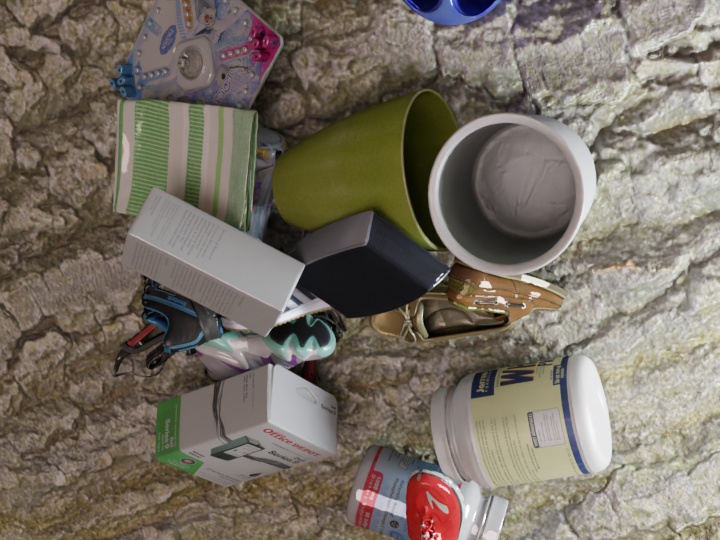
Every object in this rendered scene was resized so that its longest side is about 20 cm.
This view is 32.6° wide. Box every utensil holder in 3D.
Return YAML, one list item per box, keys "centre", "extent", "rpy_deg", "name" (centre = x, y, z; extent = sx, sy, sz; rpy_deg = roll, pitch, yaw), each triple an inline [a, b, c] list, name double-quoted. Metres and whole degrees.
- centre: [0.177, -0.094, 1.382]
  extent: [0.169, 0.200, 0.171]
  rpy_deg: [2, 99, 15]
  name: "utensil holder"

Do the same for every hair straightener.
- centre: [-0.261, 0.097, 1.676]
  extent: [0.200, 0.041, 0.077]
  rpy_deg: [-38, 97, 19]
  name: "hair straightener"

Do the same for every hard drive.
- centre: [0.000, 0.000, 1.441]
  extent: [0.135, 0.043, 0.200]
  rpy_deg: [36, 152, -21]
  name: "hard drive"

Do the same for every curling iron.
- centre: [-0.059, 0.143, 1.647]
  extent: [0.049, 0.026, 0.201]
  rpy_deg: [18, 114, 12]
  name: "curling iron"

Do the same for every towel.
- centre: [-0.215, -0.126, 1.482]
  extent: [0.199, 0.023, 0.154]
  rpy_deg: [11, 103, 27]
  name: "towel"

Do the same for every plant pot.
- centre: [0.002, -0.107, 1.465]
  extent: [0.199, 0.187, 0.189]
  rpy_deg: [-6, 109, 28]
  name: "plant pot"

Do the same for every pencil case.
- centre: [-0.149, -0.085, 1.555]
  extent: [0.090, 0.083, 0.201]
  rpy_deg: [22, 115, 17]
  name: "pencil case"

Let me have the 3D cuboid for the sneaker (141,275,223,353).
- centre: [-0.255, 0.019, 1.584]
  extent: [0.200, 0.082, 0.073]
  rpy_deg: [53, 160, 31]
  name: "sneaker"

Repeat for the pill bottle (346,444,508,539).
- centre: [0.089, 0.311, 1.624]
  extent: [0.199, 0.109, 0.110]
  rpy_deg: [17, 114, 9]
  name: "pill bottle"

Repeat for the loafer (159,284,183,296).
- centre: [-0.233, -0.057, 1.544]
  extent: [0.069, 0.201, 0.075]
  rpy_deg: [-1, 148, -25]
  name: "loafer"

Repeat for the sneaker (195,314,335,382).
- centre: [-0.121, 0.122, 1.630]
  extent: [0.198, 0.078, 0.141]
  rpy_deg: [6, 132, 18]
  name: "sneaker"

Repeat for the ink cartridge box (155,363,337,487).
- centre: [-0.149, 0.206, 1.612]
  extent: [0.199, 0.085, 0.146]
  rpy_deg: [-22, 145, 31]
  name: "ink cartridge box"

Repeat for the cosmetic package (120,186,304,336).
- centre: [-0.176, -0.008, 1.451]
  extent: [0.199, 0.072, 0.101]
  rpy_deg: [28, 155, -5]
  name: "cosmetic package"

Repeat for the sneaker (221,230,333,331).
- centre: [-0.089, 0.003, 1.555]
  extent: [0.198, 0.070, 0.109]
  rpy_deg: [-16, 107, -9]
  name: "sneaker"

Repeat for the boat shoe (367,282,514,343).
- centre: [0.101, 0.057, 1.549]
  extent: [0.199, 0.063, 0.074]
  rpy_deg: [-2, 110, 16]
  name: "boat shoe"

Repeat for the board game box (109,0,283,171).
- centre: [-0.206, -0.252, 1.495]
  extent: [0.200, 0.026, 0.201]
  rpy_deg: [43, 116, 24]
  name: "board game box"

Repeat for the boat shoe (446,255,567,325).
- centre: [0.169, 0.028, 1.460]
  extent: [0.072, 0.199, 0.068]
  rpy_deg: [21, 93, 47]
  name: "boat shoe"

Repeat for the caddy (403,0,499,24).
- centre: [0.105, -0.376, 1.360]
  extent: [0.140, 0.105, 0.202]
  rpy_deg: [7, 112, 12]
  name: "caddy"

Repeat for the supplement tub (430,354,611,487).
- centre: [0.200, 0.190, 1.527]
  extent: [0.199, 0.145, 0.146]
  rpy_deg: [-12, 107, 19]
  name: "supplement tub"

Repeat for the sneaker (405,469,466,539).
- centre: [0.090, 0.344, 1.529]
  extent: [0.076, 0.085, 0.202]
  rpy_deg: [1, 112, 14]
  name: "sneaker"
